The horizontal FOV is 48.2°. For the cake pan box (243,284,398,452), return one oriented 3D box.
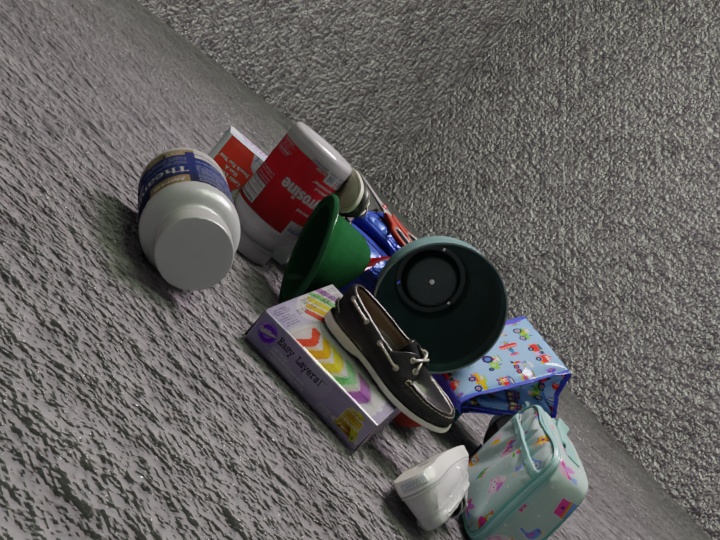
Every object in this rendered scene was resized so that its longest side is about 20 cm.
[{"bbox_3d":[-0.022,0.109,0.973,0.184,0.052,0.200,47,21,11],"label":"cake pan box"}]

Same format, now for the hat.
[{"bbox_3d":[0.000,0.000,1.132,0.174,0.165,0.202,26,56,-18],"label":"hat"}]

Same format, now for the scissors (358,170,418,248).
[{"bbox_3d":[0.041,-0.096,1.327,0.201,0.014,0.073,53,25,16],"label":"scissors"}]

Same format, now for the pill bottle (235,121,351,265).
[{"bbox_3d":[-0.114,-0.111,1.206,0.112,0.201,0.112,39,10,-8],"label":"pill bottle"}]

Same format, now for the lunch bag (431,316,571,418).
[{"bbox_3d":[0.194,0.152,1.240,0.197,0.095,0.151,-1,31,-20],"label":"lunch bag"}]

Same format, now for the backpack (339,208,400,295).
[{"bbox_3d":[-0.007,-0.016,1.349,0.162,0.169,0.200,39,15,14],"label":"backpack"}]

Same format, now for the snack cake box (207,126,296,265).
[{"bbox_3d":[-0.166,-0.118,1.291,0.199,0.115,0.067,40,9,-18],"label":"snack cake box"}]

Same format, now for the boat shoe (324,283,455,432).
[{"bbox_3d":[0.044,0.101,0.945,0.200,0.060,0.074,47,21,16],"label":"boat shoe"}]

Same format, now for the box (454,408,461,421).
[{"bbox_3d":[0.089,0.158,1.312,0.199,0.049,0.082,41,10,-10],"label":"box"}]

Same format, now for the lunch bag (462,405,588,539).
[{"bbox_3d":[0.195,0.252,0.985,0.077,0.161,0.200,41,10,-5],"label":"lunch bag"}]

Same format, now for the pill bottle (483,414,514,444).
[{"bbox_3d":[0.242,0.279,1.215,0.110,0.111,0.200,41,9,-5],"label":"pill bottle"}]

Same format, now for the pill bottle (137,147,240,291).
[{"bbox_3d":[-0.194,-0.058,0.907,0.111,0.111,0.200,37,10,-28],"label":"pill bottle"}]

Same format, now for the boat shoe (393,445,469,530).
[{"bbox_3d":[0.092,0.244,0.904,0.069,0.071,0.200,66,7,11],"label":"boat shoe"}]

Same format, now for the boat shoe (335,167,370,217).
[{"bbox_3d":[-0.010,-0.114,1.248,0.067,0.072,0.200,29,2,-15],"label":"boat shoe"}]

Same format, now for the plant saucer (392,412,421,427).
[{"bbox_3d":[0.025,0.138,1.154,0.199,0.037,0.200,44,11,7],"label":"plant saucer"}]

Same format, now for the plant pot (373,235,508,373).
[{"bbox_3d":[0.112,0.035,1.214,0.200,0.201,0.134,40,14,-14],"label":"plant pot"}]
